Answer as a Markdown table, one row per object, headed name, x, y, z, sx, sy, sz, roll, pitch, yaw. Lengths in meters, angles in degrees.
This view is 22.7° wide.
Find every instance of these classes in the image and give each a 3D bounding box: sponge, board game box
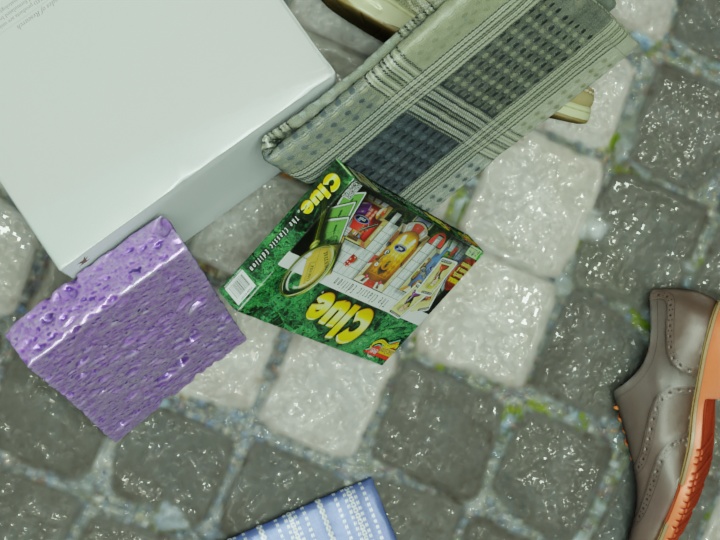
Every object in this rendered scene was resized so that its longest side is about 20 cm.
| name | x | y | z | sx | sy | sz | roll | pitch | yaw |
| --- | --- | --- | --- | --- | --- | --- | --- | --- | --- |
| sponge | -0.135 | 0.039 | 1.078 | 0.111 | 0.200 | 0.030 | -37 | 73 | -5 |
| board game box | 0.000 | 0.000 | 1.100 | 0.105 | 0.200 | 0.024 | -46 | 63 | 11 |

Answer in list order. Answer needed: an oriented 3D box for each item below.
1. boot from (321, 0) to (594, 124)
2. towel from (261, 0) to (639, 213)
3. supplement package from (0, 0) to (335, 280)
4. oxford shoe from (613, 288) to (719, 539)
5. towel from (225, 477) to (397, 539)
| name | x | y | z | sx | sy | sz | roll | pitch | yaw |
| --- | --- | --- | --- | --- | --- | --- | --- | --- | --- |
| boot | 0.089 | -0.197 | 1.155 | 0.199 | 0.072 | 0.156 | 27 | 88 | -12 |
| towel | 0.055 | -0.109 | 1.045 | 0.199 | 0.192 | 0.035 | -37 | 65 | 16 |
| supplement package | -0.143 | -0.124 | 1.055 | 0.190 | 0.147 | 0.201 | -35 | 83 | -4 |
| oxford shoe | 0.205 | 0.110 | 1.220 | 0.072 | 0.071 | 0.202 | 16 | 97 | 17 |
| towel | -0.056 | 0.243 | 1.189 | 0.198 | 0.024 | 0.146 | -22 | 90 | -12 |
